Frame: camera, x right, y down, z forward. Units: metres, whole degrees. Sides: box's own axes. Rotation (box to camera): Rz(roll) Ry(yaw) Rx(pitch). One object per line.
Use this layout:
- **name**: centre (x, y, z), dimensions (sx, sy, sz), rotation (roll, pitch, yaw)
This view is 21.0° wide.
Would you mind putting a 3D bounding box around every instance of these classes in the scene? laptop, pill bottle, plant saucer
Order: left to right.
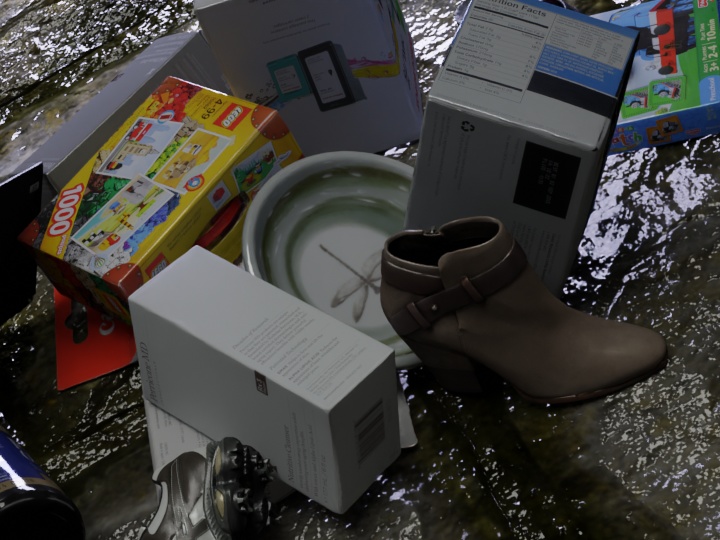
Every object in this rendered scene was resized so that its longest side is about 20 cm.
- **laptop**: centre (-0.344, 0.016, 1.608), dimensions (0.199, 0.104, 0.177), rotation (-29, 7, 15)
- **pill bottle**: centre (-0.305, 0.173, 1.501), dimensions (0.112, 0.112, 0.200), rotation (-39, 43, -14)
- **plant saucer**: centre (0.000, 0.000, 1.529), dimensions (0.199, 0.050, 0.201), rotation (8, 56, -12)

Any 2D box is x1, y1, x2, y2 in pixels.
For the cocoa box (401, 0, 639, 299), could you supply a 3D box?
- **cocoa box**: centre (0.117, -0.089, 1.461), dimensions (0.132, 0.201, 0.132), rotation (18, 53, 8)

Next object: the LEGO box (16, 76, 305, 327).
- **LEGO box**: centre (-0.163, -0.054, 1.618), dimensions (0.148, 0.077, 0.200), rotation (20, 62, 43)

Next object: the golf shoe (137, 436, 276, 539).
- **golf shoe**: centre (-0.112, 0.219, 1.373), dimensions (0.094, 0.078, 0.201), rotation (-12, 56, 21)

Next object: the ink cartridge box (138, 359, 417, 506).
- **ink cartridge box**: centre (-0.066, 0.111, 1.508), dimensions (0.198, 0.050, 0.161), rotation (-8, 41, -7)

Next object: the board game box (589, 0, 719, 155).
- **board game box**: centre (0.208, -0.158, 1.631), dimensions (0.199, 0.037, 0.152), rotation (-12, 43, 17)

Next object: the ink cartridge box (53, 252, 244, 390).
- **ink cartridge box**: centre (-0.177, 0.002, 1.659), dimensions (0.199, 0.057, 0.163), rotation (-17, 42, 4)

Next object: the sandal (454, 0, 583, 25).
- **sandal**: centre (0.146, -0.204, 1.645), dimensions (0.075, 0.048, 0.200), rotation (-41, 41, -17)

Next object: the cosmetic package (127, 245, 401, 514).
- **cosmetic package**: centre (-0.070, 0.077, 1.428), dimensions (0.199, 0.113, 0.081), rotation (24, 48, 31)

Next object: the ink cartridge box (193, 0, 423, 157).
- **ink cartridge box**: centre (-0.044, -0.211, 1.690), dimensions (0.145, 0.201, 0.147), rotation (-16, 42, 10)

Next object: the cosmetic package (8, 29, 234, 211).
- **cosmetic package**: centre (-0.209, -0.119, 1.749), dimensions (0.200, 0.090, 0.107), rotation (-44, 21, -23)

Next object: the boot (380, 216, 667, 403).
- **boot**: centre (0.113, 0.024, 1.409), dimensions (0.198, 0.147, 0.071), rotation (-8, 40, 14)
